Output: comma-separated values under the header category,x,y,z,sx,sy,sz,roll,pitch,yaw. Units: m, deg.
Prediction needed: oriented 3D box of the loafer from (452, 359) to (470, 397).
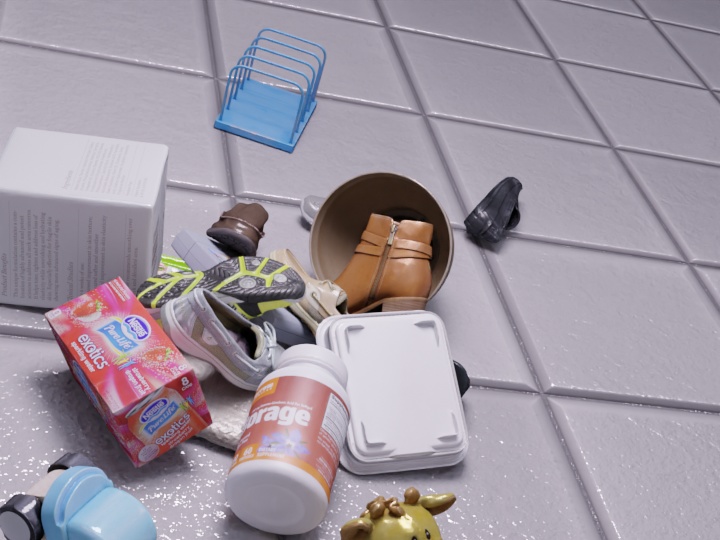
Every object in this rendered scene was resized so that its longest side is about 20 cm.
category,x,y,z,sx,sy,sz,roll,pitch,yaw
loafer,0.045,0.124,1.568,0.199,0.073,0.072,21,-1,15

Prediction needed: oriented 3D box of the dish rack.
category,x,y,z,sx,sy,sz,roll,pitch,yaw
dish rack,0.044,0.137,1.459,0.171,0.044,0.201,-2,68,-20

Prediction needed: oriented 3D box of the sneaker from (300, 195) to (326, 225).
category,x,y,z,sx,sy,sz,roll,pitch,yaw
sneaker,0.008,-0.092,1.851,0.199,0.082,0.075,10,33,-13

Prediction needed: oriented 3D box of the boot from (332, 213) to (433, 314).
category,x,y,z,sx,sy,sz,roll,pitch,yaw
boot,0.000,0.000,1.613,0.199,0.155,0.074,8,-4,14

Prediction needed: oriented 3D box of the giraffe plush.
category,x,y,z,sx,sy,sz,roll,pitch,yaw
giraffe plush,0.040,0.297,1.193,0.200,0.163,0.173,28,33,15

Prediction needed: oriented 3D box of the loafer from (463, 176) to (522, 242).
category,x,y,z,sx,sy,sz,roll,pitch,yaw
loafer,0.229,-0.097,1.993,0.070,0.068,0.201,42,32,2

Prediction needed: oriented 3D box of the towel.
category,x,y,z,sx,sy,sz,roll,pitch,yaw
towel,-0.181,0.126,1.457,0.132,0.035,0.200,17,38,-2

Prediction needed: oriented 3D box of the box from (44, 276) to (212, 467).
category,x,y,z,sx,sy,sz,roll,pitch,yaw
box,-0.259,0.108,1.354,0.099,0.096,0.200,-28,44,-19

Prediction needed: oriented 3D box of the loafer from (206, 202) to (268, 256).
category,x,y,z,sx,sy,sz,roll,pitch,yaw
loafer,-0.163,-0.064,1.653,0.073,0.071,0.200,28,0,-9

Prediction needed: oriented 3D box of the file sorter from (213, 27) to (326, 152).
category,x,y,z,sx,sy,sz,roll,pitch,yaw
file sorter,-0.146,-0.314,2.079,0.138,0.123,0.200,19,31,0

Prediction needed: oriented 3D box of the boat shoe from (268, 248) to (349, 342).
category,x,y,z,sx,sy,sz,roll,pitch,yaw
boat shoe,-0.043,0.045,1.539,0.200,0.065,0.072,55,12,18

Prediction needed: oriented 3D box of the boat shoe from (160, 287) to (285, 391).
category,x,y,z,sx,sy,sz,roll,pitch,yaw
boat shoe,-0.141,0.079,1.399,0.202,0.065,0.075,37,31,-42

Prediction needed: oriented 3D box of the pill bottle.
category,x,y,z,sx,sy,sz,roll,pitch,yaw
pill bottle,-0.073,0.179,1.338,0.112,0.112,0.200,17,42,-2

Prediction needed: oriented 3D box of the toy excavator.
category,x,y,z,sx,sy,sz,roll,pitch,yaw
toy excavator,-0.218,0.279,1.137,0.199,0.195,0.100,1,23,28

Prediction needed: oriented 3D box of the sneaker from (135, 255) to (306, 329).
category,x,y,z,sx,sy,sz,roll,pitch,yaw
sneaker,-0.164,0.037,1.454,0.199,0.077,0.076,-6,38,-3

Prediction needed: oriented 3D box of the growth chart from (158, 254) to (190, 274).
category,x,y,z,sx,sy,sz,roll,pitch,yaw
growth chart,-0.218,0.045,1.590,0.144,0.018,0.200,11,33,-13

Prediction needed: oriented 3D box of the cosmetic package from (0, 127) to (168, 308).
category,x,y,z,sx,sy,sz,roll,pitch,yaw
cosmetic package,-0.351,-0.062,1.526,0.199,0.168,0.167,7,33,-6

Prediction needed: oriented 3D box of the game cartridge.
category,x,y,z,sx,sy,sz,roll,pitch,yaw
game cartridge,-0.150,0.022,1.559,0.200,0.042,0.133,41,3,29

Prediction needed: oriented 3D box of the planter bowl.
category,x,y,z,sx,sy,sz,roll,pitch,yaw
planter bowl,0.043,-0.032,1.701,0.200,0.201,0.135,27,6,15
